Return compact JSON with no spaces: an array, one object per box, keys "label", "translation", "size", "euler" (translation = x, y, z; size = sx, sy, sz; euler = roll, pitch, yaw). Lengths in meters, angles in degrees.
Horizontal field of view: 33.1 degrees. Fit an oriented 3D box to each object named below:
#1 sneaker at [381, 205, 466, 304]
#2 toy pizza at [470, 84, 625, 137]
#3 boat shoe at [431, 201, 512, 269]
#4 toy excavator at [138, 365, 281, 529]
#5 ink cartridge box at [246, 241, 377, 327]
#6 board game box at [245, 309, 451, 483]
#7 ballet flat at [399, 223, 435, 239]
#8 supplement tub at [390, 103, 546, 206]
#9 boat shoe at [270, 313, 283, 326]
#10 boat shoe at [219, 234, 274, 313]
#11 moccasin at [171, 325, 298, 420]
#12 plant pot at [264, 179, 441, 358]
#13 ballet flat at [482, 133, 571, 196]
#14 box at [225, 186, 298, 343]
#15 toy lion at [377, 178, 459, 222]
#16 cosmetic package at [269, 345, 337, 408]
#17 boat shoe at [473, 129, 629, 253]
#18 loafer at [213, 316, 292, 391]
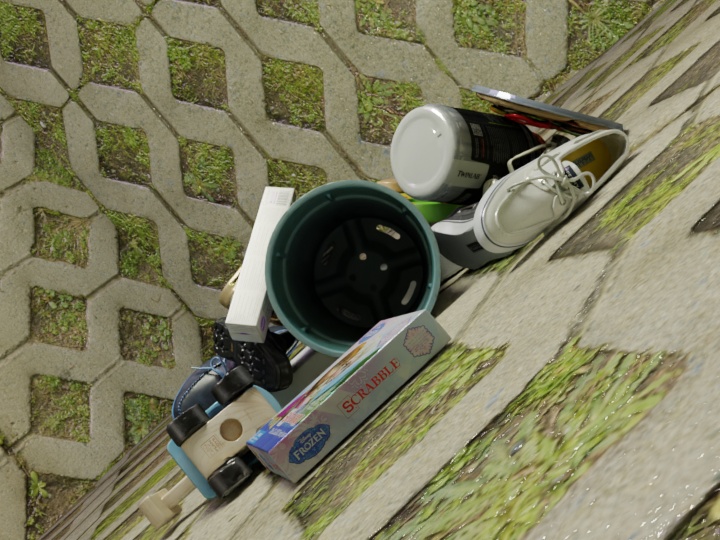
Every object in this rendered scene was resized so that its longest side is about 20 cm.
[{"label":"sneaker","translation":[0.093,-0.019,1.605],"size":[0.200,0.071,0.099],"euler":[-30,8,42]},{"label":"toy pizza","translation":[0.231,-0.193,1.520],"size":[0.200,0.200,0.032],"euler":[-60,-14,-80]},{"label":"boat shoe","translation":[0.141,-0.052,1.403],"size":[0.066,0.070,0.200],"euler":[-49,8,-16]},{"label":"toy excavator","translation":[-0.172,0.219,1.394],"size":[0.194,0.100,0.200],"euler":[-39,-10,-13]},{"label":"ink cartridge box","translation":[-0.047,0.014,1.577],"size":[0.099,0.200,0.039],"euler":[-42,0,-15]},{"label":"board game box","translation":[-0.018,0.122,1.201],"size":[0.199,0.041,0.200],"euler":[-41,3,-13]},{"label":"ballet flat","translation":[0.069,-0.009,1.828],"size":[0.200,0.069,0.071],"euler":[-42,19,42]},{"label":"supplement tub","translation":[0.146,-0.143,1.558],"size":[0.200,0.123,0.122],"euler":[3,-30,-41]},{"label":"boat shoe","translation":[-0.087,0.055,1.641],"size":[0.075,0.202,0.075],"euler":[21,-96,-78]},{"label":"boat shoe","translation":[-0.109,-0.023,1.503],"size":[0.074,0.066,0.200],"euler":[90,-156,-47]},{"label":"moccasin","translation":[-0.162,0.129,1.570],"size":[0.200,0.081,0.068],"euler":[-44,8,-29]},{"label":"plant pot","translation":[0.000,0.000,1.451],"size":[0.200,0.200,0.196],"euler":[-40,-4,4]},{"label":"ballet flat","translation":[0.191,-0.098,1.495],"size":[0.200,0.072,0.072],"euler":[-42,3,-12]},{"label":"box","translation":[-0.113,-0.010,1.431],"size":[0.039,0.041,0.200],"euler":[73,-156,-54]},{"label":"toy lion","translation":[0.041,-0.086,1.692],"size":[0.200,0.069,0.191],"euler":[5,11,38]},{"label":"cosmetic package","translation":[-0.091,0.154,1.530],"size":[0.151,0.052,0.200],"euler":[-44,4,-4]},{"label":"boat shoe","translation":[0.207,-0.088,1.249],"size":[0.202,0.075,0.086],"euler":[-32,2,-26]},{"label":"loafer","translation":[-0.119,0.096,1.471],"size":[0.070,0.068,0.200],"euler":[-4,14,-24]}]
